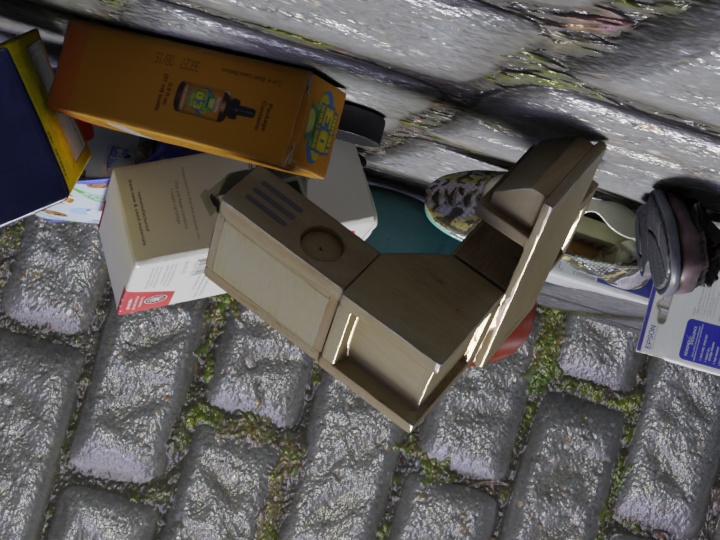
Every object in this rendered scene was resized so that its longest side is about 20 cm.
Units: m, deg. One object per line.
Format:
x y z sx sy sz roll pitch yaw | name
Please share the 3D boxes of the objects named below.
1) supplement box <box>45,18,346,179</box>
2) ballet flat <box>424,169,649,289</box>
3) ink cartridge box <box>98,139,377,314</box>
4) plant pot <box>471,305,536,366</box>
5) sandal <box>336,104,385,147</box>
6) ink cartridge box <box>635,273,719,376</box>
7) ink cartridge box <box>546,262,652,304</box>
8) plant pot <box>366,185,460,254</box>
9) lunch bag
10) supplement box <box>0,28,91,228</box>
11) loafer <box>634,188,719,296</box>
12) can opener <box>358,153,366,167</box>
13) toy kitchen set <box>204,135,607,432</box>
-0.112 -0.116 1.109 0.198 0.067 0.069 16 178 26 | supplement box
0.149 -0.043 1.255 0.198 0.073 0.072 17 178 -14 | ballet flat
-0.103 -0.039 1.318 0.198 0.084 0.147 -11 166 -18 | ink cartridge box
0.115 0.040 2.042 0.199 0.203 0.195 15 -174 32 | plant pot
-0.082 -0.116 1.190 0.198 0.043 0.076 16 178 16 | sandal
0.363 0.055 1.504 0.198 0.101 0.039 16 180 16 | ink cartridge box
0.197 -0.014 1.788 0.195 0.044 0.200 16 -179 -24 | ink cartridge box
0.000 0.000 1.642 0.187 0.201 0.200 31 178 0 | plant pot
-0.213 -0.104 1.378 0.198 0.125 0.170 8 173 22 | lunch bag
-0.268 -0.096 1.161 0.108 0.110 0.200 -22 -167 0 | supplement box
0.230 -0.022 1.138 0.062 0.073 0.200 -4 -177 4 | loafer
-0.082 -0.105 1.475 0.198 0.079 0.064 11 137 30 | can opener
0.040 -0.050 1.042 0.180 0.200 0.164 36 142 13 | toy kitchen set
